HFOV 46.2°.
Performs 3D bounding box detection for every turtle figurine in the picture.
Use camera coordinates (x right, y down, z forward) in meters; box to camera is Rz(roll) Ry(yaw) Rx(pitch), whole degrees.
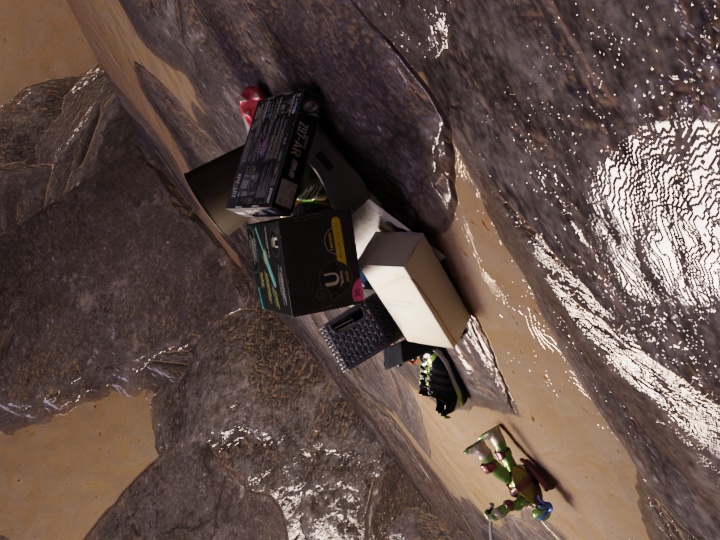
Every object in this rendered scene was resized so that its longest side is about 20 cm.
[{"bbox_3d":[0.276,0.421,1.661,0.195,0.143,0.200,56,164,8],"label":"turtle figurine"}]

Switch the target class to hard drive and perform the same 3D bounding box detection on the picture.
[{"bbox_3d":[0.108,0.141,1.564,0.200,0.133,0.043,124,124,-77],"label":"hard drive"}]

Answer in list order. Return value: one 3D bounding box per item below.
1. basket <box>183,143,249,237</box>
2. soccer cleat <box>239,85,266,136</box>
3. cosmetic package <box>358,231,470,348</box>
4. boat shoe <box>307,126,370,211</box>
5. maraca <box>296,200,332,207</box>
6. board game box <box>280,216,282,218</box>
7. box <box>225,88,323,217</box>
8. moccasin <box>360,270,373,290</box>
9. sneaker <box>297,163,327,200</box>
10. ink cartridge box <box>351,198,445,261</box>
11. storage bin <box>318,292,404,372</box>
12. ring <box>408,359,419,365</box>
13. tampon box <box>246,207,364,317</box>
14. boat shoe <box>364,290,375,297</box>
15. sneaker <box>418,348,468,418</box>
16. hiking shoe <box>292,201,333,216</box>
[{"bbox_3d":[-0.235,-0.186,1.737,0.137,0.199,0.181,58,179,31],"label":"basket"},{"bbox_3d":[-0.193,-0.259,1.646,0.077,0.066,0.203,-69,-31,-73],"label":"soccer cleat"},{"bbox_3d":[0.089,0.032,1.364,0.103,0.073,0.201,4,141,42],"label":"cosmetic package"},{"bbox_3d":[-0.046,-0.174,1.464,0.201,0.071,0.070,51,-164,-8],"label":"boat shoe"},{"bbox_3d":[-0.093,-0.097,1.708,0.138,0.107,0.200,54,167,2],"label":"maraca"},{"bbox_3d":[-0.149,-0.203,1.575,0.121,0.032,0.202,62,-160,-44],"label":"board game box"},{"bbox_3d":[-0.144,-0.191,1.398,0.043,0.202,0.159,21,170,-34],"label":"box"},{"bbox_3d":[0.000,0.000,1.647,0.068,0.081,0.200,33,-166,-20],"label":"moccasin"},{"bbox_3d":[-0.091,-0.160,1.511,0.090,0.067,0.201,42,-157,-17],"label":"sneaker"},{"bbox_3d":[0.043,-0.052,1.407,0.160,0.050,0.200,35,150,-10],"label":"ink cartridge box"},{"bbox_3d":[0.028,0.099,1.543,0.094,0.134,0.200,59,-159,4],"label":"storage bin"},{"bbox_3d":[0.079,0.148,1.823,0.199,0.019,0.201,35,161,13],"label":"ring"},{"bbox_3d":[-0.092,-0.015,1.371,0.200,0.125,0.152,-176,76,-69],"label":"tampon box"},{"bbox_3d":[0.041,0.055,1.718,0.201,0.073,0.060,29,175,47],"label":"boat shoe"},{"bbox_3d":[0.150,0.220,1.717,0.201,0.082,0.072,59,166,-20],"label":"sneaker"},{"bbox_3d":[-0.041,-0.065,1.549,0.198,0.076,0.101,27,180,-16],"label":"hiking shoe"}]
